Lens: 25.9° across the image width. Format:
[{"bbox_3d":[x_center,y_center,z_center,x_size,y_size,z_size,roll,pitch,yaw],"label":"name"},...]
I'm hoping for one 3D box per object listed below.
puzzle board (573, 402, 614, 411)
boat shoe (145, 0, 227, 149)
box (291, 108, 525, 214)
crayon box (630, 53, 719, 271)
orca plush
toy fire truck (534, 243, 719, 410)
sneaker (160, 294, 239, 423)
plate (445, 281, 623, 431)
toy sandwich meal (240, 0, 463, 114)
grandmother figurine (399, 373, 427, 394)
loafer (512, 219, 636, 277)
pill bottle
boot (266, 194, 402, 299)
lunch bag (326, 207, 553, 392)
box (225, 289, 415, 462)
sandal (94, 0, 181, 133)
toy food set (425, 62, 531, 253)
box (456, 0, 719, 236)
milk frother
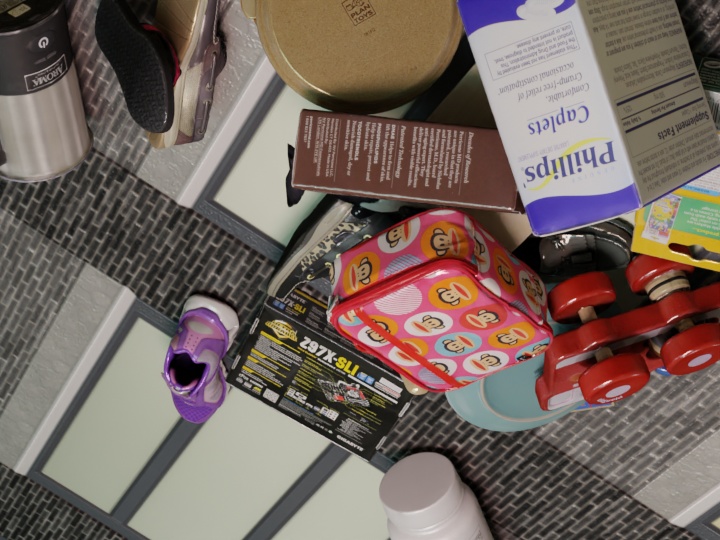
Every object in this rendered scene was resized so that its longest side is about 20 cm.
[{"bbox_3d":[0.164,0.092,1.650,0.150,0.018,0.200,-12,136,28],"label":"puzzle board"},{"bbox_3d":[-0.162,-0.209,1.511,0.072,0.064,0.201,46,131,42],"label":"boat shoe"},{"bbox_3d":[0.049,-0.094,1.368,0.198,0.100,0.076,9,92,13],"label":"box"},{"bbox_3d":[0.316,-0.092,1.395,0.125,0.052,0.201,14,135,15],"label":"crayon box"},{"bbox_3d":[0.008,-0.066,1.504,0.106,0.199,0.071,57,134,29],"label":"orca plush"},{"bbox_3d":[0.266,0.070,1.519,0.198,0.113,0.168,-19,157,-4],"label":"toy fire truck"},{"bbox_3d":[-0.198,0.121,1.832,0.080,0.089,0.201,20,138,6],"label":"sneaker"},{"bbox_3d":[0.181,0.096,1.584,0.198,0.026,0.201,-10,130,-12],"label":"plate"},{"bbox_3d":[-0.007,-0.234,1.380,0.203,0.070,0.207,0,102,0],"label":"toy sandwich meal"},{"bbox_3d":[0.079,0.046,1.563,0.120,0.061,0.201,-10,142,-17],"label":"grandmother figurine"},{"bbox_3d":[0.168,-0.019,1.530,0.198,0.063,0.072,8,132,20],"label":"loafer"},{"bbox_3d":[0.098,0.318,1.855,0.112,0.114,0.201,-2,129,28],"label":"pill bottle"},{"bbox_3d":[0.000,0.001,1.629,0.153,0.074,0.204,32,139,-10],"label":"boot"},{"bbox_3d":[0.064,0.035,1.440,0.175,0.083,0.200,-24,142,28],"label":"lunch bag"},{"bbox_3d":[-0.040,0.116,1.778,0.199,0.050,0.160,29,135,-1],"label":"box"},{"bbox_3d":[-0.203,-0.200,1.484,0.045,0.200,0.076,5,124,-31],"label":"sandal"},{"bbox_3d":[0.135,-0.121,1.432,0.143,0.061,0.200,37,125,-7],"label":"toy food set"},{"bbox_3d":[0.189,-0.149,1.257,0.104,0.183,0.202,-17,94,37],"label":"box"},{"bbox_3d":[-0.385,-0.212,1.590,0.200,0.179,0.189,53,155,40],"label":"milk frother"}]
